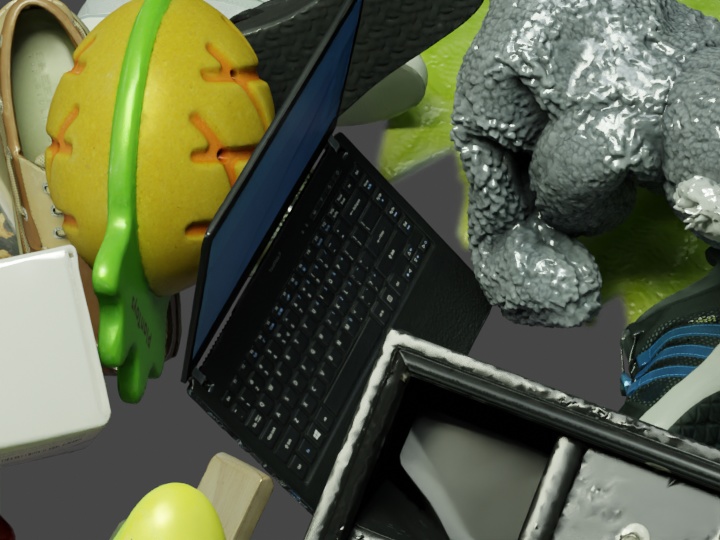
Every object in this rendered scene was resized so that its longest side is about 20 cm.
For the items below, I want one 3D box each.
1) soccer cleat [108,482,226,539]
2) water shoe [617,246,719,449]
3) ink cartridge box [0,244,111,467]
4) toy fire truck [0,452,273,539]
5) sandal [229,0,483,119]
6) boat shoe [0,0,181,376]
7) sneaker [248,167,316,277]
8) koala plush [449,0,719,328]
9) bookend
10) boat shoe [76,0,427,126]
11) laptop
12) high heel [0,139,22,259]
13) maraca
[{"bbox_3d":[-0.078,0.191,1.164,0.065,0.201,0.084,10,-1,-38],"label":"soccer cleat"},{"bbox_3d":[0.157,0.062,1.364,0.079,0.072,0.200,14,44,40],"label":"water shoe"},{"bbox_3d":[-0.195,0.053,1.275,0.145,0.200,0.084,-13,86,-9],"label":"ink cartridge box"},{"bbox_3d":[-0.148,0.153,1.261,0.200,0.129,0.176,-28,54,-34],"label":"toy fire truck"},{"bbox_3d":[-0.024,-0.112,1.391,0.200,0.075,0.048,-28,23,15],"label":"sandal"},{"bbox_3d":[-0.144,-0.045,1.396,0.076,0.074,0.200,-20,84,-8],"label":"boat shoe"},{"bbox_3d":[-0.081,-0.064,1.447,0.200,0.089,0.077,23,55,19],"label":"sneaker"},{"bbox_3d":[0.162,-0.065,1.345,0.200,0.184,0.177,19,49,42],"label":"koala plush"},{"bbox_3d":[0.070,0.157,1.223,0.198,0.092,0.200,21,78,11],"label":"bookend"},{"bbox_3d":[-0.059,-0.130,1.513,0.200,0.070,0.072,6,54,9],"label":"boat shoe"},{"bbox_3d":[0.000,0.000,1.314,0.103,0.200,0.177,-19,33,47],"label":"laptop"},{"bbox_3d":[-0.258,-0.045,1.475,0.142,0.071,0.200,-36,73,10],"label":"high heel"},{"bbox_3d":[-0.096,-0.039,1.302,0.107,0.137,0.200,2,66,13],"label":"maraca"}]
